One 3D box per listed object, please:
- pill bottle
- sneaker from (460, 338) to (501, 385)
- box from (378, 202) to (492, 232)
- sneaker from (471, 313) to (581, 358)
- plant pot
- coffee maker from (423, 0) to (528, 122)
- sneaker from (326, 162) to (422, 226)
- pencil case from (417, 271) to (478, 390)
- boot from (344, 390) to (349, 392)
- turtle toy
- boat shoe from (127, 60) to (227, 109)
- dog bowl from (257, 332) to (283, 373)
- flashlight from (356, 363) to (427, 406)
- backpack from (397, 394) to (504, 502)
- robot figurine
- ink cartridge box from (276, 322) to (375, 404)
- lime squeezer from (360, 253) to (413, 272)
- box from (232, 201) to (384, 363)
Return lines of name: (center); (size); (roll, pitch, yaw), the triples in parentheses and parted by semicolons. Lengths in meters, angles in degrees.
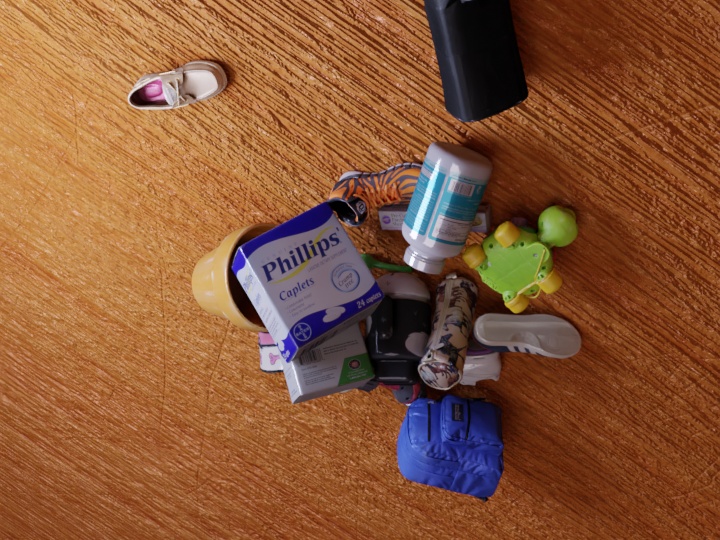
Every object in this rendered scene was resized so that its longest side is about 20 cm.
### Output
pill bottle: (0.134, -0.099, 1.466); (0.109, 0.111, 0.202); (22, 109, 9)
sneaker: (0.173, 0.184, 1.713); (0.197, 0.075, 0.101); (-3, 124, 22)
box: (0.129, -0.093, 1.558); (0.197, 0.039, 0.042); (4, 123, 24)
sneaker: (0.295, 0.117, 1.618); (0.197, 0.076, 0.085); (11, 165, -4)
plant pot: (-0.226, 0.018, 1.727); (0.182, 0.200, 0.202); (-6, 123, 47)
coffee maker: (0.158, -0.320, 1.277); (0.133, 0.193, 0.202); (-12, 122, 13)
sneaker: (0.032, -0.122, 1.535); (0.197, 0.112, 0.078); (-6, 121, 29)
pencil case: (0.157, 0.105, 1.591); (0.077, 0.202, 0.090); (0, 141, 22)
boot: (0.020, 0.177, 1.768); (0.075, 0.107, 0.199); (48, 128, -10)
turtle toy: (0.275, -0.032, 1.491); (0.146, 0.101, 0.199); (45, 130, -10)
boat shoe: (-0.327, -0.319, 1.593); (0.197, 0.069, 0.074); (-6, 121, 30)
dog bowl: (-0.110, 0.127, 1.744); (0.198, 0.200, 0.075); (-13, 99, 32)
flashlight: (0.054, 0.219, 1.734); (0.068, 0.199, 0.068); (-41, 57, 21)
backpack: (0.175, 0.325, 1.748); (0.197, 0.164, 0.170); (9, 126, -3)
robot figurine: (0.066, 0.105, 1.637); (0.123, 0.203, 0.150); (7, 166, -20)
ink cartridge box: (-0.076, 0.119, 1.611); (0.083, 0.145, 0.203); (130, 126, -65)
lime squeezer: (0.000, 0.000, 1.702); (0.198, 0.038, 0.070); (-18, 146, 34)
box: (-0.091, 0.019, 1.538); (0.201, 0.182, 0.105); (57, 159, 10)
